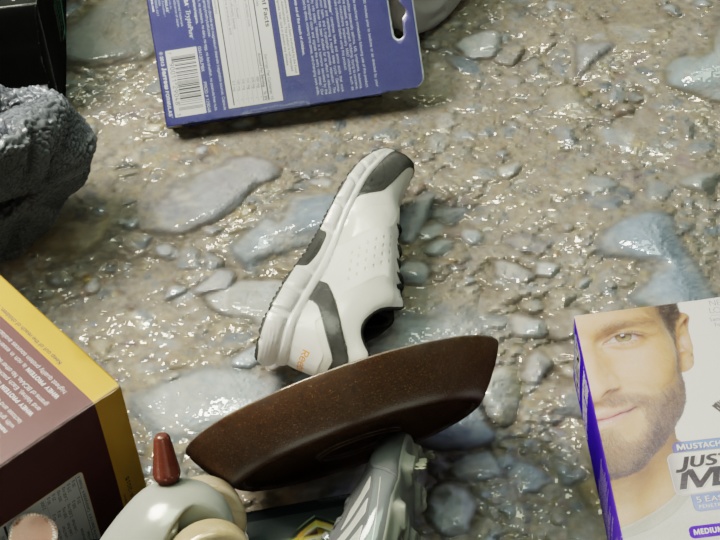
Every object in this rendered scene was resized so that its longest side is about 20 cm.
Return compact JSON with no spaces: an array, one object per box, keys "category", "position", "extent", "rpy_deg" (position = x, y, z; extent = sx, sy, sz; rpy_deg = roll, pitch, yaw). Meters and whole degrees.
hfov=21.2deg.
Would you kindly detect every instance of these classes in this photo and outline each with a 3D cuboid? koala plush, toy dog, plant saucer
[{"category":"koala plush","position":[-0.310,-0.108,1.357],"extent":[0.184,0.177,0.200],"rpy_deg":[-30,67,-31]},{"category":"toy dog","position":[-0.151,0.161,1.075],"extent":[0.200,0.096,0.132],"rpy_deg":[-31,18,-26]},{"category":"plant saucer","position":[-0.005,0.091,1.156],"extent":[0.200,0.200,0.035],"rpy_deg":[-18,77,-11]}]

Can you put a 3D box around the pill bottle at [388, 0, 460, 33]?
[{"category":"pill bottle","position":[-0.011,-0.277,1.543],"extent":[0.200,0.111,0.111],"rpy_deg":[31,57,30]}]

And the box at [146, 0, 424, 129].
[{"category":"box","position":[-0.057,-0.182,1.457],"extent":[0.200,0.121,0.032],"rpy_deg":[-8,2,2]}]

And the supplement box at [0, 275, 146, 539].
[{"category":"supplement box","position":[-0.273,0.114,1.185],"extent":[0.200,0.133,0.197],"rpy_deg":[-35,53,-25]}]

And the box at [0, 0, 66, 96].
[{"category":"box","position":[-0.312,-0.218,1.513],"extent":[0.148,0.124,0.200],"rpy_deg":[-7,47,-2]}]

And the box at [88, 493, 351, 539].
[{"category":"box","position":[-0.067,0.218,1.123],"extent":[0.200,0.046,0.159],"rpy_deg":[-9,46,-3]}]

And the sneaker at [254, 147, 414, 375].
[{"category":"sneaker","position":[0.000,0.000,1.318],"extent":[0.080,0.074,0.200],"rpy_deg":[23,56,7]}]

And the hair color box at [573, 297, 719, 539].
[{"category":"hair color box","position":[0.199,0.112,1.183],"extent":[0.109,0.065,0.200],"rpy_deg":[-7,45,0]}]

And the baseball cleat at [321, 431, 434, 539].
[{"category":"baseball cleat","position":[-0.020,0.170,1.085],"extent":[0.106,0.070,0.200],"rpy_deg":[0,43,14]}]
